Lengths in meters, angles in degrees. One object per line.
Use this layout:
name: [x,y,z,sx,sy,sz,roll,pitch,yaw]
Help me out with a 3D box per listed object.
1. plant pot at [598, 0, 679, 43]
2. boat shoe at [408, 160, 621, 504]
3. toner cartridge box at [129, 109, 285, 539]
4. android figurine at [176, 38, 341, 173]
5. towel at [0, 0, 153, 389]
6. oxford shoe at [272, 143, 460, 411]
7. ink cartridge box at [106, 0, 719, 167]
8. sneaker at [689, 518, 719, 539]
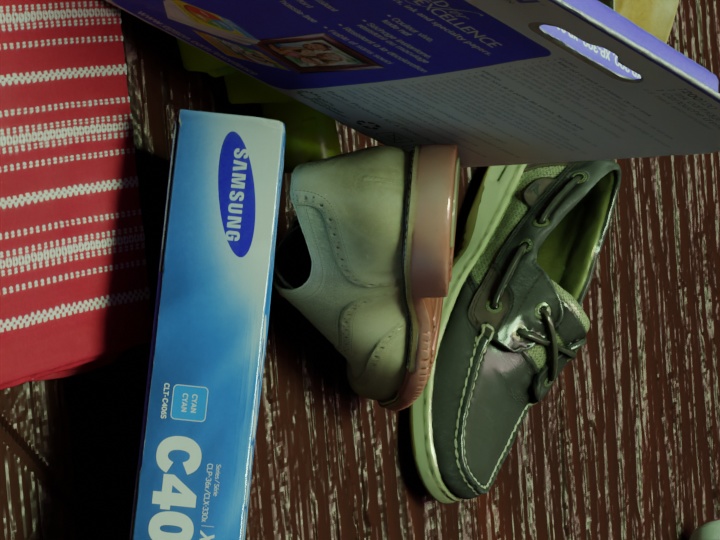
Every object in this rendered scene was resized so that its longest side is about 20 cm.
plant pot: [0.113,-0.173,1.115,0.200,0.027,0.200,8,90,-75]
boat shoe: [0.078,0.020,1.318,0.072,0.066,0.201,56,43,-45]
toner cartridge box: [-0.060,0.047,1.055,0.095,0.043,0.200,106,-11,-79]
android figurine: [-0.028,-0.149,1.161,0.182,0.041,0.200,-42,126,-53]
towel: [-0.130,-0.055,0.995,0.145,0.022,0.200,-16,103,-60]
oxford shoe: [0.000,0.000,1.159,0.200,0.074,0.071,96,-1,-61]
ink cartridge box: [0.036,-0.090,1.019,0.198,0.200,0.043,26,73,-40]
sneaker: [0.232,0.240,1.585,0.200,0.074,0.087,63,38,-30]
